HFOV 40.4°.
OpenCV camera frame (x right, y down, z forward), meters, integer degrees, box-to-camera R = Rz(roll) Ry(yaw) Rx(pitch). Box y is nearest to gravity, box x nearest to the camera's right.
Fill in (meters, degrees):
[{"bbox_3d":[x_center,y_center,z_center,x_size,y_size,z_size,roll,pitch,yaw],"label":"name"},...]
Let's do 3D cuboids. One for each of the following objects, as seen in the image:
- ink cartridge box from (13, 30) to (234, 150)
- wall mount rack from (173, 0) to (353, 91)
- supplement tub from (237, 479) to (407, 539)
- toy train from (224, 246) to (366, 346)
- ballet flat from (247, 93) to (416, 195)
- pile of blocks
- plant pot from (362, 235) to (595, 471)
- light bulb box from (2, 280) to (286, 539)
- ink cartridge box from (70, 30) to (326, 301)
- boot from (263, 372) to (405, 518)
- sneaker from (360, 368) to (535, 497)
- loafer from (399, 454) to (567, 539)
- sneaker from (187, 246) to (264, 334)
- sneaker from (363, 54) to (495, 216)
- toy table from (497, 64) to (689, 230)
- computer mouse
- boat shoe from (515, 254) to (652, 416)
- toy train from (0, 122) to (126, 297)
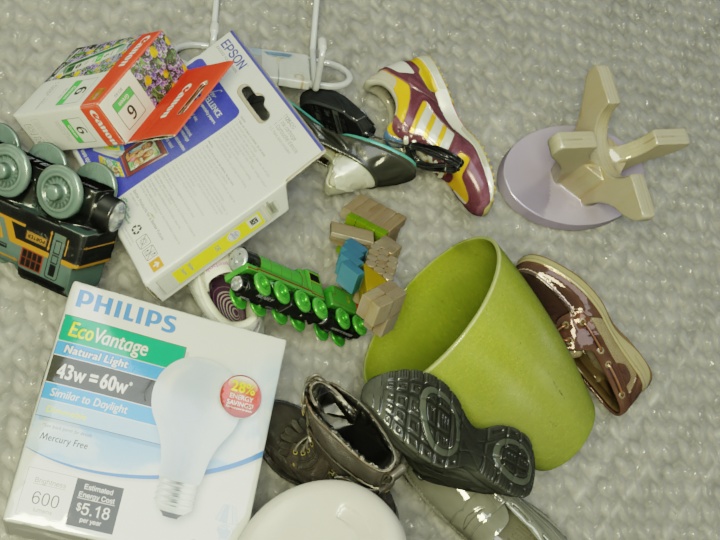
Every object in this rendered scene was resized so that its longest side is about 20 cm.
[{"bbox_3d":[-0.222,-0.169,0.910,0.051,0.198,0.110,57,50,-35],"label":"ink cartridge box"},{"bbox_3d":[-0.101,-0.262,1.054,0.196,0.075,0.175,6,37,-11],"label":"wall mount rack"},{"bbox_3d":[-0.013,0.283,0.803,0.142,0.202,0.146,-10,44,10],"label":"supplement tub"},{"bbox_3d":[-0.058,0.025,0.930,0.199,0.041,0.057,27,42,-53],"label":"toy train"},{"bbox_3d":[-0.039,-0.122,1.040,0.197,0.068,0.069,25,73,1],"label":"ballet flat"},{"bbox_3d":[0.000,0.000,0.982,0.081,0.063,0.201,15,32,-7],"label":"pile of blocks"},{"bbox_3d":[0.135,0.104,0.969,0.200,0.186,0.188,41,61,-18],"label":"plant pot"},{"bbox_3d":[-0.185,0.143,0.849,0.195,0.125,0.203,16,67,-14],"label":"light bulb box"},{"bbox_3d":[-0.152,-0.104,0.919,0.198,0.047,0.198,-34,57,-4],"label":"ink cartridge box"},{"bbox_3d":[-0.030,0.143,0.855,0.199,0.175,0.069,36,63,28],"label":"boot"},{"bbox_3d":[0.066,0.155,0.869,0.199,0.090,0.077,36,53,-29],"label":"sneaker"},{"bbox_3d":[0.123,0.237,0.954,0.198,0.070,0.070,34,18,-6],"label":"loafer"},{"bbox_3d":[-0.141,-0.020,0.938,0.074,0.100,0.202,-25,80,-15],"label":"sneaker"},{"bbox_3d":[0.074,-0.140,1.087,0.089,0.075,0.202,-22,73,-18],"label":"sneaker"},{"bbox_3d":[0.270,-0.126,1.126,0.197,0.117,0.186,-18,78,-26],"label":"toy table"},{"bbox_3d":[0.023,-0.153,1.044,0.198,0.059,0.034,25,71,14],"label":"computer mouse"},{"bbox_3d":[0.232,0.073,1.066,0.201,0.072,0.072,50,61,-5],"label":"boat shoe"},{"bbox_3d":[-0.304,-0.058,0.872,0.197,0.085,0.116,22,103,11],"label":"toy train"}]
